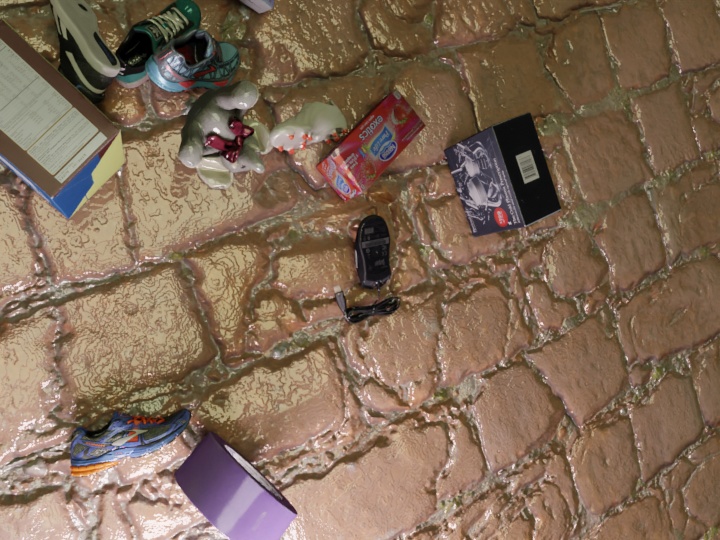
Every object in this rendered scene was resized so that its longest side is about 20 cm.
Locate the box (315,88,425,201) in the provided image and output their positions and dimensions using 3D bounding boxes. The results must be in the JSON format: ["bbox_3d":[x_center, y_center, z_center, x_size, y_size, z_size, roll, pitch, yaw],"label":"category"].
[{"bbox_3d":[0.019,-0.240,1.090,0.096,0.099,0.201,46,72,-13],"label":"box"}]

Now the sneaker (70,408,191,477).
[{"bbox_3d":[-0.374,0.264,0.917,0.196,0.075,0.080,-17,90,-24],"label":"sneaker"}]

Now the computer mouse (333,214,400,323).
[{"bbox_3d":[0.000,0.000,1.101,0.138,0.046,0.205,-17,105,-27],"label":"computer mouse"}]

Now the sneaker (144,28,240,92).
[{"bbox_3d":[-0.263,-0.360,0.955,0.080,0.095,0.200,54,40,-6],"label":"sneaker"}]

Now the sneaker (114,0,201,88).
[{"bbox_3d":[-0.341,-0.396,0.959,0.071,0.080,0.202,41,73,-15],"label":"sneaker"}]

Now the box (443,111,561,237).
[{"bbox_3d":[0.285,-0.188,1.153,0.102,0.181,0.204,-22,95,-21],"label":"box"}]

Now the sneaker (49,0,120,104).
[{"bbox_3d":[-0.471,-0.357,0.911,0.072,0.112,0.202,1,52,-58],"label":"sneaker"}]

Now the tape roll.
[{"bbox_3d":[-0.200,0.361,0.913,0.200,0.199,0.085,46,72,-13],"label":"tape roll"}]

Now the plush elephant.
[{"bbox_3d":[-0.223,-0.222,0.970,0.165,0.199,0.155,-49,127,-3],"label":"plush elephant"}]

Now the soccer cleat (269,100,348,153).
[{"bbox_3d":[-0.102,-0.270,1.040,0.198,0.069,0.079,-26,86,-48],"label":"soccer cleat"}]

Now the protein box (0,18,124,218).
[{"bbox_3d":[-0.475,-0.207,0.831,0.200,0.198,0.136,44,73,-14],"label":"protein box"}]

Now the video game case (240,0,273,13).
[{"bbox_3d":[-0.222,-0.600,0.999,0.179,0.045,0.206,13,81,-49],"label":"video game case"}]
